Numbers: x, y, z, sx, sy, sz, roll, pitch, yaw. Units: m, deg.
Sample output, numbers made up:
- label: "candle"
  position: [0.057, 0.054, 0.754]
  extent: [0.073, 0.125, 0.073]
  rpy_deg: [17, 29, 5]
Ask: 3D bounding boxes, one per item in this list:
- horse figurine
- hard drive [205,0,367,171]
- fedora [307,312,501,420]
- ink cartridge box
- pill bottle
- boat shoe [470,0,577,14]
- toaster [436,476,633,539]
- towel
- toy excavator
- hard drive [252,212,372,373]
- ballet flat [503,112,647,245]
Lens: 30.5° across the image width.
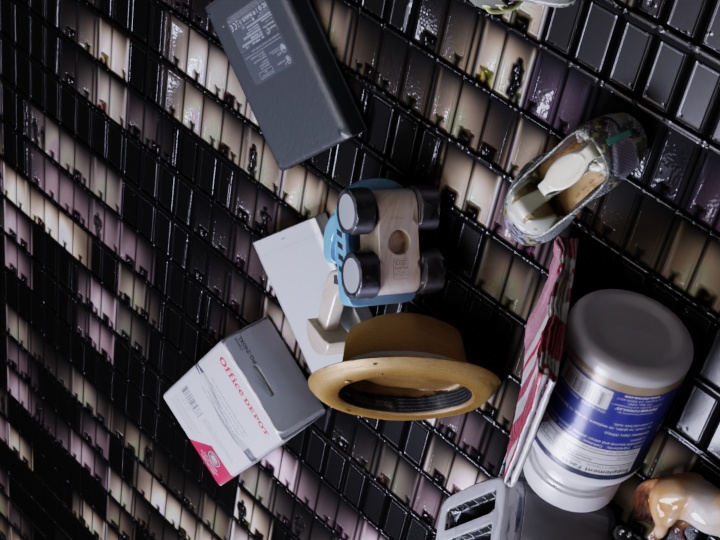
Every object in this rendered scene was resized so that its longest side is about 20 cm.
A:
- label: "horse figurine"
  position: [0.323, 0.233, 1.214]
  extent: [0.200, 0.050, 0.133]
  rpy_deg: [12, 121, 45]
- label: "hard drive"
  position: [-0.083, -0.217, 1.417]
  extent: [0.139, 0.033, 0.200]
  rpy_deg: [-19, 97, 52]
- label: "fedora"
  position: [0.045, 0.096, 1.382]
  extent: [0.201, 0.200, 0.082]
  rpy_deg: [-34, 49, 52]
- label: "ink cartridge box"
  position: [-0.150, 0.168, 1.682]
  extent: [0.145, 0.083, 0.200]
  rpy_deg: [58, 141, 6]
- label: "pill bottle"
  position: [0.219, 0.124, 1.213]
  extent: [0.116, 0.116, 0.200]
  rpy_deg: [39, 137, 26]
- label: "boat shoe"
  position: [0.116, -0.258, 1.140]
  extent: [0.202, 0.072, 0.060]
  rpy_deg: [31, 135, 41]
- label: "toaster"
  position: [0.161, 0.276, 1.321]
  extent: [0.129, 0.114, 0.200]
  rpy_deg: [22, 151, -20]
- label: "towel"
  position: [0.161, 0.079, 1.202]
  extent: [0.023, 0.200, 0.144]
  rpy_deg: [15, 129, 4]
- label: "toy excavator"
  position: [0.000, 0.000, 1.398]
  extent: [0.200, 0.100, 0.195]
  rpy_deg: [8, 102, 64]
- label: "hard drive"
  position: [-0.043, 0.042, 1.533]
  extent: [0.132, 0.026, 0.200]
  rpy_deg: [-19, 97, 52]
- label: "ballet flat"
  position: [0.173, -0.075, 1.186]
  extent: [0.072, 0.072, 0.200]
  rpy_deg: [56, 142, 7]
